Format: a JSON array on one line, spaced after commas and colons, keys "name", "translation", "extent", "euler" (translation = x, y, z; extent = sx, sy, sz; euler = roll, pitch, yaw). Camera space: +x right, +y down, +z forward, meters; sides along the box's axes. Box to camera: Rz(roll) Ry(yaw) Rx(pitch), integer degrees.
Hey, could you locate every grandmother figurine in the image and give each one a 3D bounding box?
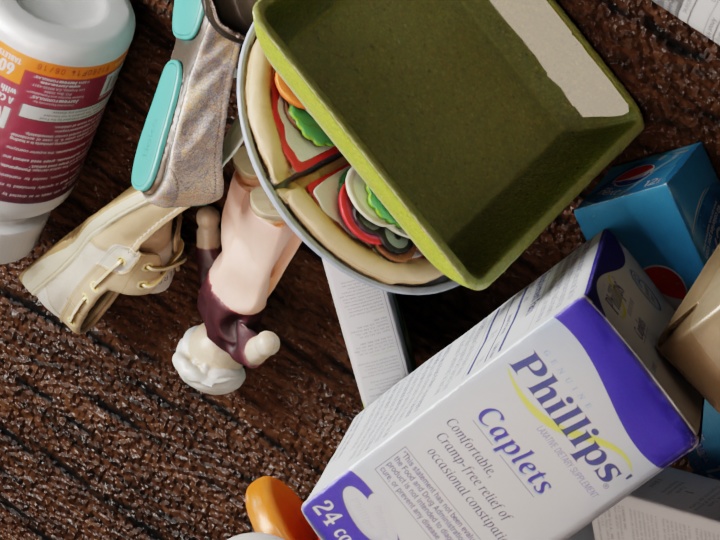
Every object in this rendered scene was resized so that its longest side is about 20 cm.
[{"name": "grandmother figurine", "translation": [-0.079, 0.013, 1.629], "extent": [0.060, 0.121, 0.200], "euler": [1, 139, -20]}]

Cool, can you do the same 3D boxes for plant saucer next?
[{"name": "plant saucer", "translation": [0.044, -0.106, 1.411], "extent": [0.200, 0.200, 0.048], "euler": [51, 139, -4]}]

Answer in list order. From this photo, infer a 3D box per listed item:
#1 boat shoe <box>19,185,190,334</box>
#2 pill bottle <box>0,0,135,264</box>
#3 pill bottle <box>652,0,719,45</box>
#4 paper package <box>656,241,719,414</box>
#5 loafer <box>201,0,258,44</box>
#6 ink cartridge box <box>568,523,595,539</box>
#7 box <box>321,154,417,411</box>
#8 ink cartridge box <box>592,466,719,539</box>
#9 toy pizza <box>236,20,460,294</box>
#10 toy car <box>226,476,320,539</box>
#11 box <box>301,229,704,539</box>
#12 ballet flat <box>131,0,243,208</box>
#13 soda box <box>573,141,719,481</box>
[{"name": "boat shoe", "translation": [-0.151, -0.015, 1.654], "extent": [0.069, 0.074, 0.200], "euler": [53, 138, -4]}, {"name": "pill bottle", "translation": [-0.227, -0.105, 1.621], "extent": [0.109, 0.110, 0.200], "euler": [34, 128, 9]}, {"name": "pill bottle", "translation": [0.208, -0.179, 1.325], "extent": [0.200, 0.113, 0.113], "euler": [35, 128, 8]}, {"name": "paper package", "translation": [0.285, 0.047, 1.359], "extent": [0.200, 0.191, 0.103], "euler": [46, 125, -3]}, {"name": "loafer", "translation": [-0.041, -0.215, 1.444], "extent": [0.073, 0.071, 0.200], "euler": [16, 117, -15]}, {"name": "ink cartridge box", "translation": [0.111, 0.203, 1.618], "extent": [0.200, 0.085, 0.145], "euler": [27, 126, 13]}, {"name": "box", "translation": [0.000, 0.000, 1.531], "extent": [0.036, 0.144, 0.200], "euler": [-13, 112, 3]}, {"name": "ink cartridge box", "translation": [0.230, 0.206, 1.439], "extent": [0.200, 0.047, 0.160], "euler": [12, 122, 42]}, {"name": "toy pizza", "translation": [0.016, -0.083, 1.433], "extent": [0.200, 0.200, 0.032], "euler": [53, 137, -6]}, {"name": "toy car", "translation": [0.002, 0.198, 1.544], "extent": [0.200, 0.175, 0.150], "euler": [28, 90, 15]}, {"name": "box", "translation": [0.086, 0.089, 1.383], "extent": [0.200, 0.184, 0.105], "euler": [-38, 94, 15]}, {"name": "ballet flat", "translation": [-0.089, -0.135, 1.544], "extent": [0.067, 0.068, 0.200], "euler": [12, 100, -24]}, {"name": "soda box", "translation": [0.206, 0.030, 1.477], "extent": [0.068, 0.064, 0.200], "euler": [-16, 108, 35]}]
